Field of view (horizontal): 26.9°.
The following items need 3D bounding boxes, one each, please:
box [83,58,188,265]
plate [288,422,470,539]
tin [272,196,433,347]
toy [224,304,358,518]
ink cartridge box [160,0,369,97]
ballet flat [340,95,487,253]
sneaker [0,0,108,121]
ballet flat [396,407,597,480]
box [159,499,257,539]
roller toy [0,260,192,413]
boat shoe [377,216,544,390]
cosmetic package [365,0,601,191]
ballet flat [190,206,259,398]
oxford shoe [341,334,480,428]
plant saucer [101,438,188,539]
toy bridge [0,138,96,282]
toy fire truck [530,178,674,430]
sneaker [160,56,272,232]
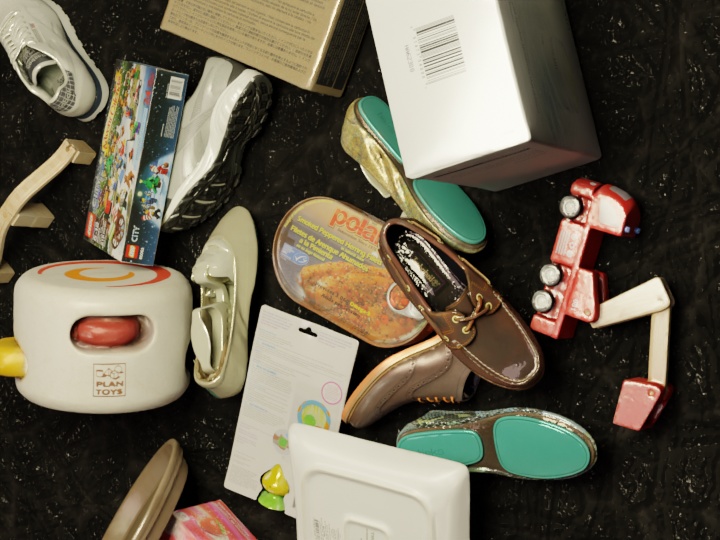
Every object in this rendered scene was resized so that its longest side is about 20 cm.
[{"bbox_3d":[-0.239,-0.117,1.585,0.136,0.037,0.202,22,102,61],"label":"box"},{"bbox_3d":[0.013,0.259,1.453,0.199,0.032,0.201,11,118,28],"label":"plate"},{"bbox_3d":[0.000,0.000,1.491,0.199,0.042,0.113,29,107,29],"label":"tin"},{"bbox_3d":[-0.064,0.145,1.526,0.114,0.047,0.202,19,103,23],"label":"toy"},{"bbox_3d":[-0.086,-0.286,1.521,0.199,0.075,0.166,26,101,26],"label":"ink cartridge box"},{"bbox_3d":[0.048,-0.081,1.461,0.071,0.071,0.200,-45,71,21],"label":"ballet flat"},{"bbox_3d":[-0.361,-0.249,1.666,0.200,0.080,0.077,46,111,22],"label":"sneaker"},{"bbox_3d":[0.131,0.156,1.408,0.198,0.074,0.075,0,90,25],"label":"ballet flat"},{"bbox_3d":[-0.132,0.343,1.534,0.200,0.094,0.103,43,109,22],"label":"box"},{"bbox_3d":[-0.266,0.072,1.549,0.181,0.200,0.141,9,102,30],"label":"roller toy"},{"bbox_3d":[0.089,0.031,1.371,0.200,0.070,0.070,43,88,10],"label":"boat shoe"},{"bbox_3d":[0.112,-0.186,1.344,0.122,0.200,0.201,-16,83,25],"label":"cosmetic package"},{"bbox_3d":[-0.144,0.029,1.539,0.069,0.069,0.202,-5,78,28],"label":"ballet flat"},{"bbox_3d":[0.066,0.104,1.443,0.200,0.071,0.073,-38,77,22],"label":"oxford shoe"},{"bbox_3d":[-0.233,0.268,1.553,0.029,0.200,0.201,32,108,-12],"label":"plant saucer"},{"bbox_3d":[-0.374,-0.063,1.680,0.027,0.067,0.200,45,109,20],"label":"toy bridge"},{"bbox_3d":[0.231,0.029,1.365,0.140,0.049,0.202,20,98,26],"label":"toy fire truck"},{"bbox_3d":[-0.163,-0.129,1.561,0.079,0.074,0.201,37,109,26],"label":"sneaker"}]
